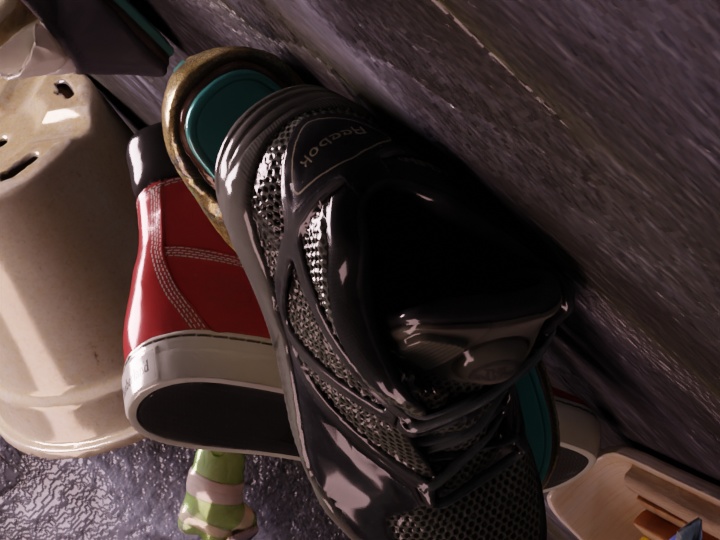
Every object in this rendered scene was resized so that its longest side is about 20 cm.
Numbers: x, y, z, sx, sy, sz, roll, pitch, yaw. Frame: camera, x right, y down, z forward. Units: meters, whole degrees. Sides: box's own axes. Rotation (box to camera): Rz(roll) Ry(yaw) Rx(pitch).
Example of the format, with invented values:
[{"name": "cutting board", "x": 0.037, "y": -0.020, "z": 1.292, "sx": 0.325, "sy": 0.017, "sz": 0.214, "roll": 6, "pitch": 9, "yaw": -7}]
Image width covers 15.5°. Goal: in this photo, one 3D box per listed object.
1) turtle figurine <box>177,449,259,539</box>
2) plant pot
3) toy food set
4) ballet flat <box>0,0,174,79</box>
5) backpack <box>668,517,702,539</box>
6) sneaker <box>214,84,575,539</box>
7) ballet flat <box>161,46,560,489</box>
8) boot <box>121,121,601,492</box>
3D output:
[{"name": "turtle figurine", "x": -0.013, "y": 0.071, "z": 1.155, "sx": 0.200, "sy": 0.144, "sz": 0.194, "roll": 42, "pitch": -177, "yaw": -26}, {"name": "plant pot", "x": -0.183, "y": -0.018, "z": 1.631, "sx": 0.200, "sy": 0.200, "sz": 0.184, "roll": 37, "pitch": 160, "yaw": 52}, {"name": "toy food set", "x": 0.148, "y": 0.143, "z": 0.980, "sx": 0.144, "sy": 0.060, "sz": 0.200, "roll": 44, "pitch": 174, "yaw": -13}, {"name": "ballet flat", "x": -0.149, "y": -0.122, "z": 1.055, "sx": 0.073, "sy": 0.073, "sz": 0.200, "roll": 39, "pitch": 174, "yaw": 40}, {"name": "backpack", "x": 0.120, "y": 0.122, "z": 0.529, "sx": 0.183, "sy": 0.147, "sz": 0.200, "roll": 44, "pitch": 170, "yaw": -4}, {"name": "sneaker", "x": 0.025, "y": 0.042, "z": 0.849, "sx": 0.114, "sy": 0.076, "sz": 0.199, "roll": 35, "pitch": 150, "yaw": 56}, {"name": "ballet flat", "x": 0.000, "y": 0.000, "z": 0.935, "sx": 0.200, "sy": 0.071, "sz": 0.071, "roll": 50, "pitch": 173, "yaw": -17}, {"name": "boot", "x": 0.003, "y": 0.007, "z": 1.024, "sx": 0.200, "sy": 0.072, "sz": 0.144, "roll": 16, "pitch": -127, "yaw": -26}]
